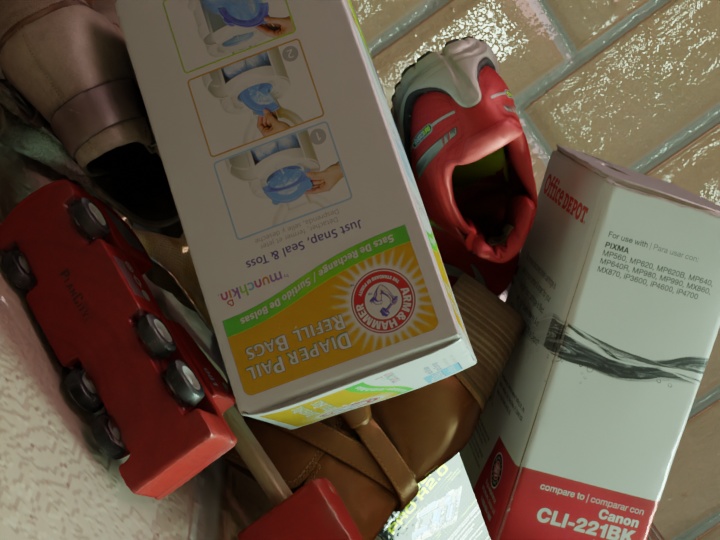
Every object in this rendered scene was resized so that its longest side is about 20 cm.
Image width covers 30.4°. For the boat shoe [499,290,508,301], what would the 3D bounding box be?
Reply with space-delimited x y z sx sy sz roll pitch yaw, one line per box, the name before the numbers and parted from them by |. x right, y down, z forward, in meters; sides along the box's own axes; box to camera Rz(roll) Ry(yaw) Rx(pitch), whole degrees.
boat shoe | 0.000 0.000 0.816 0.199 0.072 0.066 21 -21 6

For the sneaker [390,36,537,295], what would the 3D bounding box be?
sneaker | 0.059 -0.031 0.711 0.200 0.077 0.085 73 -9 -56

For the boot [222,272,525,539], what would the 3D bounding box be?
boot | -0.028 0.039 0.716 0.199 0.155 0.074 33 -14 17

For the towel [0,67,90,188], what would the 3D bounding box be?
towel | -0.182 -0.106 0.766 0.133 0.034 0.200 60 8 18

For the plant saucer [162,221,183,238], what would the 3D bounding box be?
plant saucer | -0.113 -0.048 0.946 0.201 0.029 0.200 53 9 -11

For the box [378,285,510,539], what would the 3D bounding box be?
box | 0.094 0.116 0.886 0.044 0.200 0.160 32 -12 50

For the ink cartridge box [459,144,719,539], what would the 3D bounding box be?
ink cartridge box | 0.128 0.043 0.739 0.083 0.201 0.144 14 11 -6

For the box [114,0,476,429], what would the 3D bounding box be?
box | -0.026 -0.037 0.622 0.113 0.101 0.201 51 20 -76

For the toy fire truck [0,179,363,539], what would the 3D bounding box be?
toy fire truck | -0.082 0.059 0.625 0.201 0.049 0.141 56 6 21

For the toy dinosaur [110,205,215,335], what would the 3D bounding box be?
toy dinosaur | -0.102 -0.006 0.740 0.200 0.058 0.101 46 13 -48

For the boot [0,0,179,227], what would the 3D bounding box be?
boot | -0.124 -0.088 0.683 0.147 0.070 0.200 61 12 18
